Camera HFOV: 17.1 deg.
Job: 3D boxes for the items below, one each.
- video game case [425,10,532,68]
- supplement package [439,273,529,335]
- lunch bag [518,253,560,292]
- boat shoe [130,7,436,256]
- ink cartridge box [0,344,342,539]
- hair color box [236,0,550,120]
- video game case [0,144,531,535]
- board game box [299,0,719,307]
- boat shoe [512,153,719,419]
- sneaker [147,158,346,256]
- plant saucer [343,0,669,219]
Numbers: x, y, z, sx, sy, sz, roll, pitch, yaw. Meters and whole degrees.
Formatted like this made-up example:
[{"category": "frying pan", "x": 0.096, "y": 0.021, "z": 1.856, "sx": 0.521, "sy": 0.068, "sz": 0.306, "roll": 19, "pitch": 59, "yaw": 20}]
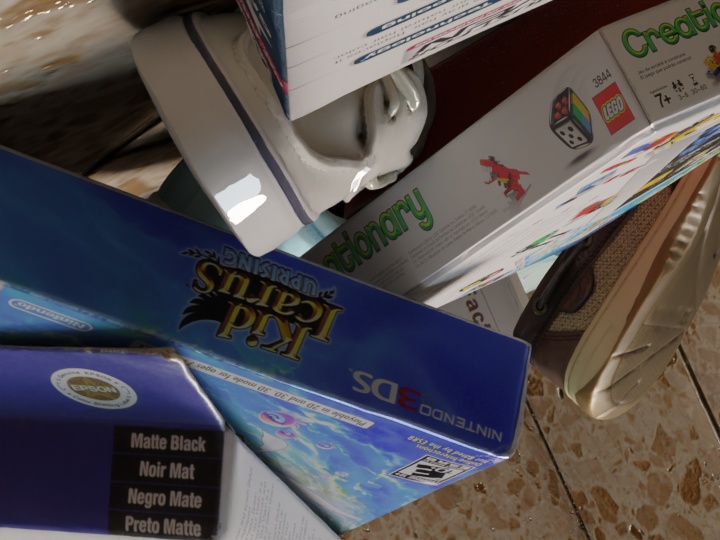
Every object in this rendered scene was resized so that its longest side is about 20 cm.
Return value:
[{"category": "video game case", "x": 0.098, "y": -0.106, "z": 0.917, "sx": 0.181, "sy": 0.023, "sz": 0.200, "roll": -23, "pitch": 176, "yaw": -20}, {"category": "supplement package", "x": -0.026, "y": 0.023, "z": 1.130, "sx": 0.199, "sy": 0.118, "sz": 0.117, "roll": -24, "pitch": 174, "yaw": 4}, {"category": "lunch bag", "x": 0.084, "y": -0.025, "z": 1.386, "sx": 0.160, "sy": 0.077, "sz": 0.200, "roll": -26, "pitch": 175, "yaw": 22}, {"category": "boat shoe", "x": -0.012, "y": -0.049, "z": 0.699, "sx": 0.066, "sy": 0.072, "sz": 0.200, "roll": -31, "pitch": 174, "yaw": 8}, {"category": "ink cartridge box", "x": -0.114, "y": 0.081, "z": 0.786, "sx": 0.199, "sy": 0.041, "sz": 0.200, "roll": 1, "pitch": 154, "yaw": 21}, {"category": "hair color box", "x": 0.018, "y": -0.089, "z": 0.450, "sx": 0.100, "sy": 0.061, "sz": 0.200, "roll": -24, "pitch": 175, "yaw": -4}, {"category": "video game case", "x": -0.077, "y": 0.035, "z": 0.776, "sx": 0.199, "sy": 0.046, "sz": 0.181, "roll": 21, "pitch": 155, "yaw": -22}, {"category": "board game box", "x": 0.070, "y": -0.037, "z": 0.750, "sx": 0.126, "sy": 0.035, "sz": 0.200, "roll": -23, "pitch": 173, "yaw": -36}, {"category": "boat shoe", "x": 0.125, "y": -0.038, "z": 0.981, "sx": 0.200, "sy": 0.065, "sz": 0.073, "roll": -60, "pitch": 154, "yaw": 5}, {"category": "sneaker", "x": 0.000, "y": 0.000, "z": 0.920, "sx": 0.082, "sy": 0.074, "sz": 0.200, "roll": -49, "pitch": 144, "yaw": 7}, {"category": "plant saucer", "x": 0.105, "y": -0.081, "z": 0.845, "sx": 0.200, "sy": 0.037, "sz": 0.199, "roll": -29, "pitch": 172, "yaw": 23}]
